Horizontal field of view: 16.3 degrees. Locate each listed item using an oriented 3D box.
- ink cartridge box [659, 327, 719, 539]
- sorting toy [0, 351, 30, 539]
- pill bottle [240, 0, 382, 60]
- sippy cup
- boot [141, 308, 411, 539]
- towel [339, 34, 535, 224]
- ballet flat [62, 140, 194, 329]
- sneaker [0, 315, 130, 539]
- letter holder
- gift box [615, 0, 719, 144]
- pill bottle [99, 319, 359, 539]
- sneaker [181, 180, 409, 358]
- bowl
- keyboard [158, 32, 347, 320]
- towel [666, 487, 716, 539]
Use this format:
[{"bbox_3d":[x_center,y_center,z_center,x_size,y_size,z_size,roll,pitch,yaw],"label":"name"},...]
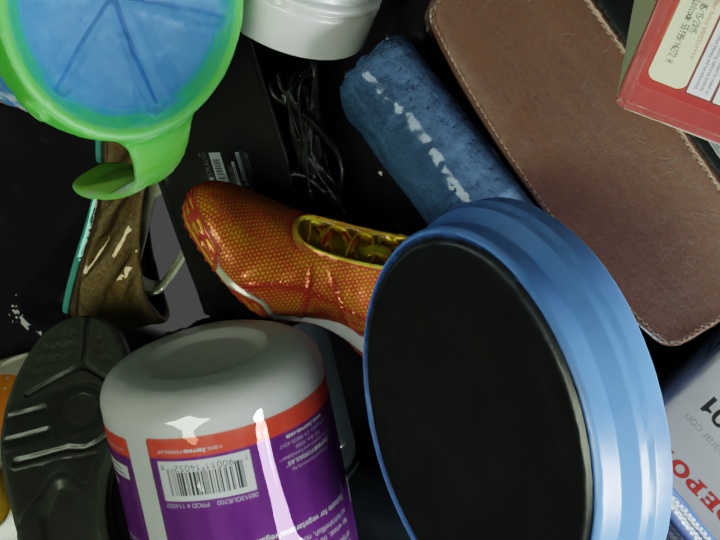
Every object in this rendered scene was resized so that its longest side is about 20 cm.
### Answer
[{"bbox_3d":[0.244,0.064,1.206,0.146,0.086,0.200,45,122,2],"label":"ink cartridge box"},{"bbox_3d":[-0.112,0.131,1.416,0.179,0.107,0.201,-20,102,12],"label":"sorting toy"},{"bbox_3d":[-0.003,-0.206,1.196,0.111,0.111,0.201,29,121,12],"label":"pill bottle"},{"bbox_3d":[-0.146,-0.131,1.201,0.130,0.139,0.179,7,84,52],"label":"sippy cup"},{"bbox_3d":[-0.009,0.095,1.332,0.199,0.076,0.169,-10,104,12],"label":"boot"},{"bbox_3d":[0.062,-0.023,1.237,0.048,0.112,0.200,-37,86,2],"label":"towel"},{"bbox_3d":[-0.113,-0.052,1.348,0.072,0.068,0.201,11,117,-1],"label":"ballet flat"},{"bbox_3d":[-0.138,0.129,1.341,0.076,0.114,0.201,-11,71,10],"label":"sneaker"},{"bbox_3d":[0.110,-0.063,1.209,0.142,0.101,0.200,-33,94,34],"label":"letter holder"},{"bbox_3d":[0.203,-0.160,1.067,0.199,0.187,0.185,25,123,-3],"label":"gift box"},{"bbox_3d":[-0.057,0.133,1.254,0.112,0.112,0.201,-1,111,26],"label":"pill bottle"},{"bbox_3d":[0.000,0.000,1.285,0.199,0.073,0.077,27,126,-22],"label":"sneaker"},{"bbox_3d":[0.065,0.069,1.153,0.200,0.039,0.202,30,127,51],"label":"bowl"},{"bbox_3d":[-0.055,-0.059,1.315,0.103,0.040,0.201,-1,130,17],"label":"keyboard"},{"bbox_3d":[0.116,0.103,1.223,0.145,0.024,0.200,47,168,-36],"label":"towel"}]
